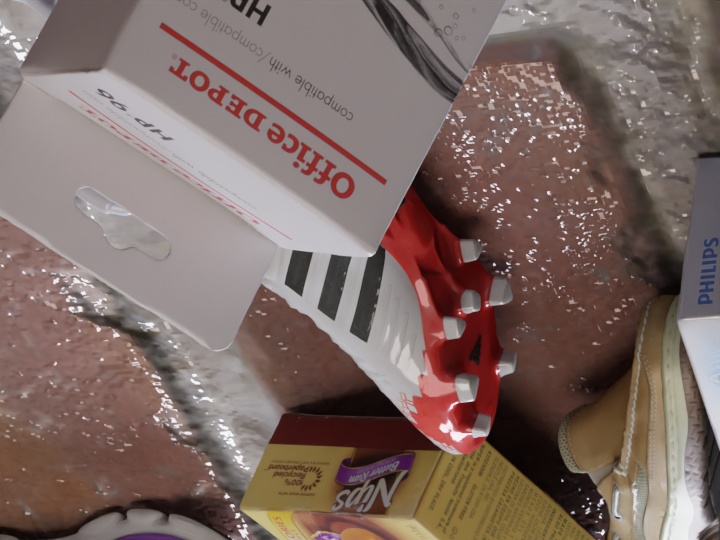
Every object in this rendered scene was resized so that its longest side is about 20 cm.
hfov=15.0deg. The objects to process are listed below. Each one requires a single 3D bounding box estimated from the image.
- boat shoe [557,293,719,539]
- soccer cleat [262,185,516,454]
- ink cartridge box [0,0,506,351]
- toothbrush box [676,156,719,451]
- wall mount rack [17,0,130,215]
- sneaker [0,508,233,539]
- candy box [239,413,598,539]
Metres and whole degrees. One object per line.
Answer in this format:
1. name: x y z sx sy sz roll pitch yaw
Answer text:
1. boat shoe: 0.120 0.076 1.168 0.076 0.072 0.200 12 145 18
2. soccer cleat: 0.000 0.000 1.103 0.085 0.069 0.200 -1 139 29
3. ink cartridge box: -0.026 -0.083 0.880 0.116 0.200 0.068 33 166 -27
4. toothbrush box: 0.236 0.026 1.056 0.200 0.086 0.146 -2 140 19
5. wall mount rack: -0.123 -0.117 0.979 0.174 0.075 0.200 40 145 17
6. sneaker: -0.132 0.174 1.342 0.200 0.083 0.081 -11 138 25
7. candy box: 0.054 0.138 1.248 0.117 0.056 0.200 -1 144 47
